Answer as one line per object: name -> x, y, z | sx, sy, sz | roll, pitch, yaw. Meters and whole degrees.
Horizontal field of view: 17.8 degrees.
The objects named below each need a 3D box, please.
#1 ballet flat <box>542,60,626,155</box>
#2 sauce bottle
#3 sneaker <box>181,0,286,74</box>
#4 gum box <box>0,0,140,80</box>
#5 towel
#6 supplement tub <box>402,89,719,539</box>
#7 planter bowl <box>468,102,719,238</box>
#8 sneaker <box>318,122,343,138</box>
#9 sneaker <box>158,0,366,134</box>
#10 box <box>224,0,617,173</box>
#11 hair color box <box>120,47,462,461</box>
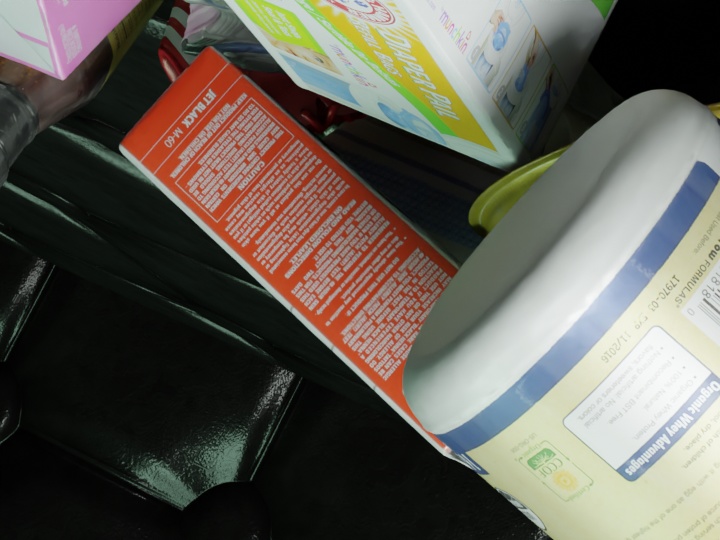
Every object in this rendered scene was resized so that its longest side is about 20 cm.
ballet flat -> 0.099, -0.063, 1.076 | 0.067, 0.064, 0.200 | 5, 159, 40
sauce bottle -> -0.144, -0.112, 1.088 | 0.066, 0.200, 0.066 | 19, 141, 16
sneaker -> -0.038, -0.138, 0.992 | 0.074, 0.087, 0.200 | 8, 169, -1
gum box -> -0.185, -0.176, 1.062 | 0.200, 0.114, 0.066 | 23, 146, 25
towel -> 0.042, -0.034, 1.136 | 0.147, 0.200, 0.024 | 24, 128, 21
supplement tub -> 0.129, 0.052, 0.781 | 0.200, 0.145, 0.144 | 41, 171, -6
planter bowl -> 0.148, 0.001, 0.907 | 0.200, 0.084, 0.200 | -9, 167, -2
sneaker -> -0.005, -0.078, 1.259 | 0.089, 0.077, 0.200 | 32, 178, 38
sneaker -> -0.007, -0.082, 1.129 | 0.200, 0.116, 0.078 | 27, 172, -2
box -> 0.015, -0.125, 0.825 | 0.112, 0.102, 0.200 | 24, 172, 23
hair color box -> 0.000, 0.000, 0.989 | 0.200, 0.064, 0.111 | 44, -178, 21
